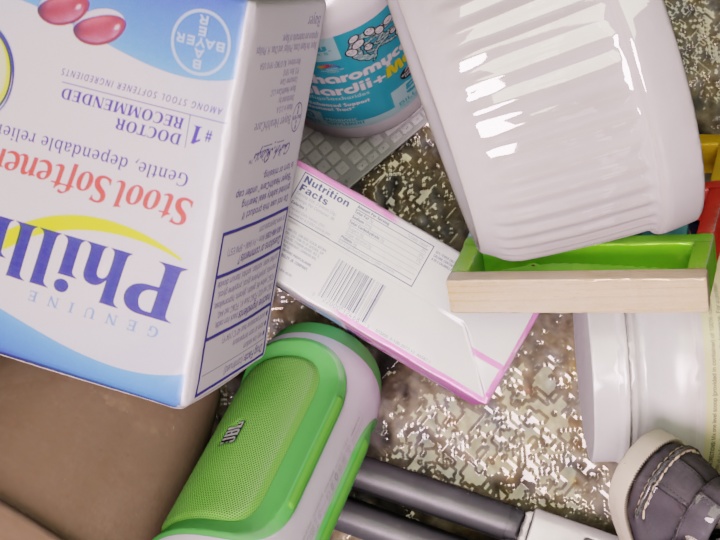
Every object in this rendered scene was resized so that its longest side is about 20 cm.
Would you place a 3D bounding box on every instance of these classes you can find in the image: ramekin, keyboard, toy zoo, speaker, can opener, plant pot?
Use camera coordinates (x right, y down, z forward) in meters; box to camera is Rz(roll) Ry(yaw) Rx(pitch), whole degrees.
[{"bbox_3d":[0.080,-0.100,0.682,0.104,0.200,0.201,-20,81,2],"label":"ramekin"},{"bbox_3d":[0.031,-0.119,0.890,0.200,0.011,0.056,-40,81,-1],"label":"keyboard"},{"bbox_3d":[0.133,-0.035,0.768,0.130,0.200,0.021,0,119,21],"label":"toy zoo"},{"bbox_3d":[-0.051,0.118,0.772,0.088,0.089,0.200,18,40,7],"label":"speaker"},{"bbox_3d":[0.074,0.157,0.819,0.199,0.067,0.054,18,84,7],"label":"can opener"},{"bbox_3d":[-0.170,0.114,0.805,0.199,0.201,0.175,27,67,8],"label":"plant pot"}]

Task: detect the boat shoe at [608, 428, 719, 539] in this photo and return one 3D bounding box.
[{"bbox_3d":[0.188,0.162,0.749,0.073,0.200,0.063,-46,44,-16],"label":"boat shoe"}]

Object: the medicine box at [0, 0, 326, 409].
[{"bbox_3d":[-0.132,-0.058,0.711,0.181,0.103,0.201,15,104,15],"label":"medicine box"}]

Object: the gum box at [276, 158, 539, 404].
[{"bbox_3d":[0.000,0.000,0.817,0.199,0.114,0.066,31,86,4],"label":"gum box"}]

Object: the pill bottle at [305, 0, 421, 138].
[{"bbox_3d":[-0.018,-0.162,0.797,0.110,0.200,0.112,-3,71,10],"label":"pill bottle"}]

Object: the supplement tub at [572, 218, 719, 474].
[{"bbox_3d":[0.222,0.039,0.782,0.198,0.145,0.146,-4,82,4],"label":"supplement tub"}]
